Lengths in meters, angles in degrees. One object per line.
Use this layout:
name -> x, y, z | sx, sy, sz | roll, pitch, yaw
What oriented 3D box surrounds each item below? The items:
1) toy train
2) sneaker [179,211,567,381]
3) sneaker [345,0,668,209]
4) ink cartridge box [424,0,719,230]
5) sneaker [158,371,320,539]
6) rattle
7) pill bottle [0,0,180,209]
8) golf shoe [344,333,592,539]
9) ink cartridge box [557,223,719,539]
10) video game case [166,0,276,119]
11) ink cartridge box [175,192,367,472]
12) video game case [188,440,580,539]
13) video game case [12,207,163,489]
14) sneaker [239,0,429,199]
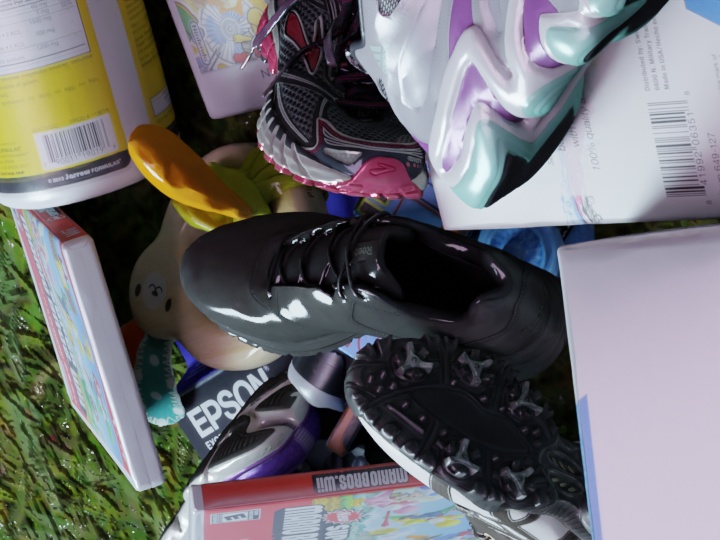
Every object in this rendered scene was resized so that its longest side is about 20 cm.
toy train -> 0.037, 0.010, 1.354 | 0.114, 0.087, 0.201 | 34, 109, 12
sneaker -> 0.000, 0.000, 1.269 | 0.199, 0.091, 0.076 | 4, 73, 22
sneaker -> 0.053, -0.134, 1.110 | 0.140, 0.078, 0.200 | 45, 128, 11
ink cartridge box -> 0.136, -0.113, 1.204 | 0.199, 0.145, 0.148 | -1, 111, 36
sneaker -> -0.051, 0.127, 1.459 | 0.083, 0.081, 0.200 | 33, 147, 4
rattle -> -0.115, 0.010, 1.440 | 0.200, 0.143, 0.131 | -31, 80, 36
pill bottle -> -0.175, -0.143, 1.439 | 0.112, 0.112, 0.201 | -2, 111, 37
golf shoe -> 0.065, 0.099, 1.255 | 0.199, 0.078, 0.094 | 27, 144, -22
ink cartridge box -> 0.166, 0.051, 1.181 | 0.084, 0.200, 0.145 | -7, 89, 25
video game case -> -0.043, -0.189, 1.379 | 0.181, 0.023, 0.201 | -10, 106, 39
ink cartridge box -> -0.020, 0.069, 1.479 | 0.198, 0.043, 0.200 | -33, 90, 42
video game case -> 0.010, 0.129, 1.372 | 0.143, 0.199, 0.018 | 99, 163, -67
video game case -> -0.158, 0.032, 1.491 | 0.200, 0.017, 0.144 | -148, 41, -70
sneaker -> -0.010, -0.103, 1.272 | 0.080, 0.200, 0.075 | 8, 125, -19
